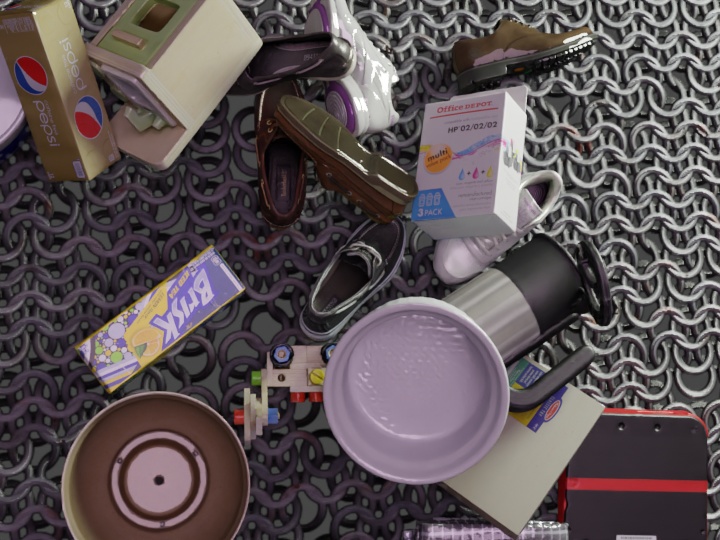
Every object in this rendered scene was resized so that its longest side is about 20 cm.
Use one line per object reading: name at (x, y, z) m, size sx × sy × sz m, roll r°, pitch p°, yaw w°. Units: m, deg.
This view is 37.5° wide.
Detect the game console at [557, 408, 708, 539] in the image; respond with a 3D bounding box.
game console at (0.347, 0.266, 1.348) m, size 0.199 × 0.031 × 0.178 m, roll 3°, pitch 87°, yaw -9°

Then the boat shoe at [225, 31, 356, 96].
boat shoe at (-0.103, -0.255, 1.276) m, size 0.199 × 0.057 × 0.067 m, roll -3°, pitch 72°, yaw 24°

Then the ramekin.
ramekin at (0.062, 0.125, 1.175) m, size 0.199 × 0.098 × 0.202 m, roll 1°, pitch 99°, yaw 4°

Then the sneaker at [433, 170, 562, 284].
sneaker at (0.170, -0.062, 1.322) m, size 0.200 × 0.100 × 0.075 m, roll -42°, pitch 93°, yaw -11°

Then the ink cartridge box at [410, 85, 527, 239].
ink cartridge box at (0.135, -0.146, 1.302) m, size 0.115 × 0.068 × 0.201 m, roll -4°, pitch 68°, yaw 31°

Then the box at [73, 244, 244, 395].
box at (-0.234, 0.059, 1.254) m, size 0.200 × 0.064 × 0.070 m, roll -38°, pitch 90°, yaw -12°

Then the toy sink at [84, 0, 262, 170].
toy sink at (-0.238, -0.241, 1.241) m, size 0.130 × 0.112 × 0.200 m, roll 27°, pitch 76°, yaw 38°

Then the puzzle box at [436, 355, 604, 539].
puzzle box at (0.189, 0.207, 1.286) m, size 0.133 × 0.025 × 0.200 m, roll 33°, pitch 67°, yaw 19°

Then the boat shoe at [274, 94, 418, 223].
boat shoe at (-0.029, -0.126, 1.268) m, size 0.200 × 0.068 × 0.072 m, roll 37°, pitch 35°, yaw -8°

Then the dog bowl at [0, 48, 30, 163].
dog bowl at (-0.479, -0.214, 1.241) m, size 0.199 × 0.079 × 0.202 m, roll 1°, pitch 82°, yaw -10°

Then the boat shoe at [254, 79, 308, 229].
boat shoe at (-0.094, -0.153, 1.304) m, size 0.070 × 0.070 × 0.201 m, roll -3°, pitch 82°, yaw -6°

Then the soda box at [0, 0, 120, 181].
soda box at (-0.345, -0.206, 1.212) m, size 0.064 × 0.068 × 0.201 m, roll 2°, pitch 120°, yaw 25°

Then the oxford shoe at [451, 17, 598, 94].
oxford shoe at (0.213, -0.295, 1.375) m, size 0.199 × 0.073 × 0.085 m, roll -14°, pitch 81°, yaw -12°

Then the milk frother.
milk frother at (0.187, 0.049, 1.248) m, size 0.188 × 0.200 × 0.181 m, roll -33°, pitch 59°, yaw -12°

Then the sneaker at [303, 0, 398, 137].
sneaker at (-0.011, -0.263, 1.336) m, size 0.099 × 0.075 × 0.201 m, roll -11°, pitch 82°, yaw -33°

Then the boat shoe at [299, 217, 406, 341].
boat shoe at (0.000, 0.000, 1.281) m, size 0.072 × 0.071 × 0.200 m, roll 32°, pitch 62°, yaw 4°

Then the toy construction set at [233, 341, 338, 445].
toy construction set at (-0.057, 0.152, 1.265) m, size 0.199 × 0.092 × 0.132 m, roll 2°, pitch 82°, yaw -21°

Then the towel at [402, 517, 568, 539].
towel at (0.152, 0.381, 1.267) m, size 0.199 × 0.086 × 0.167 m, roll 2°, pitch 81°, yaw -9°

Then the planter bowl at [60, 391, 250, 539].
planter bowl at (-0.229, 0.239, 1.195) m, size 0.199 × 0.135 × 0.202 m, roll 1°, pitch 82°, yaw -10°
